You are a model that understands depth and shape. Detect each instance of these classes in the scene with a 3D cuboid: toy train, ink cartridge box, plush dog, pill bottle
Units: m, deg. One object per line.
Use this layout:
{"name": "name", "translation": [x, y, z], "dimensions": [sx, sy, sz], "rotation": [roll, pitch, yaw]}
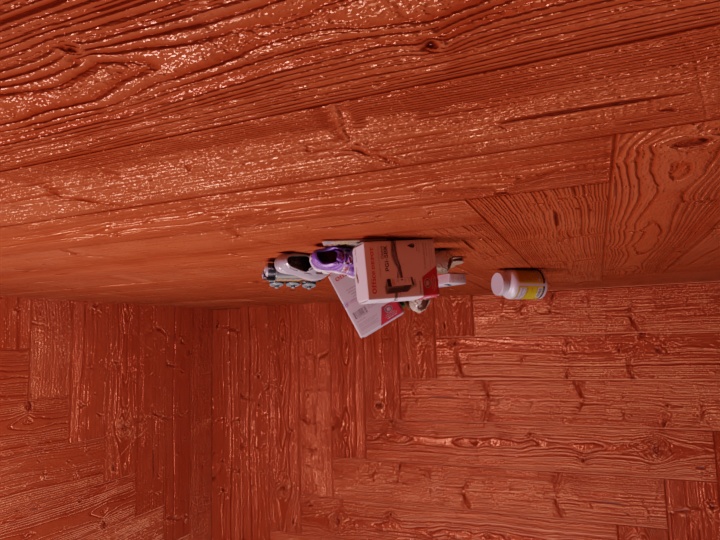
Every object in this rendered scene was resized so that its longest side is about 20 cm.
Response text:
{"name": "toy train", "translation": [-0.207, 0.005, 1.778], "dimensions": [0.195, 0.087, 0.114], "rotation": [2, 161, -11]}
{"name": "ink cartridge box", "translation": [0.089, 0.002, 1.448], "dimensions": [0.195, 0.151, 0.083], "rotation": [-4, 173, -19]}
{"name": "ink cartridge box", "translation": [0.302, 0.041, 2.336], "dimensions": [0.170, 0.045, 0.199], "rotation": [1, 173, -32]}
{"name": "plush dog", "translation": [0.161, 0.017, 1.685], "dimensions": [0.159, 0.202, 0.172], "rotation": [31, 167, 9]}
{"name": "ink cartridge box", "translation": [0.019, 0.069, 1.658], "dimensions": [0.144, 0.203, 0.083], "rotation": [-30, 171, 4]}
{"name": "pill bottle", "translation": [0.605, 0.052, 2.191], "dimensions": [0.195, 0.115, 0.112], "rotation": [2, 173, -20]}

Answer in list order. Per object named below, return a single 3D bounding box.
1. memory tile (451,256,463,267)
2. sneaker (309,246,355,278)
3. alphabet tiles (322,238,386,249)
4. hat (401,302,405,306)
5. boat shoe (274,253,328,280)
{"name": "memory tile", "translation": [0.231, -0.012, 1.865], "dimensions": [0.150, 0.017, 0.200], "rotation": [0, 165, -23]}
{"name": "sneaker", "translation": [-0.036, -0.024, 1.505], "dimensions": [0.195, 0.083, 0.084], "rotation": [0, 168, -6]}
{"name": "alphabet tiles", "translation": [-0.014, -0.063, 1.527], "dimensions": [0.163, 0.008, 0.200], "rotation": [-2, 173, 1]}
{"name": "hat", "translation": [0.103, 0.015, 1.900], "dimensions": [0.197, 0.178, 0.167], "rotation": [-23, 147, -14]}
{"name": "boat shoe", "translation": [-0.154, -0.017, 1.667], "dimensions": [0.198, 0.074, 0.068], "rotation": [17, 163, -42]}
